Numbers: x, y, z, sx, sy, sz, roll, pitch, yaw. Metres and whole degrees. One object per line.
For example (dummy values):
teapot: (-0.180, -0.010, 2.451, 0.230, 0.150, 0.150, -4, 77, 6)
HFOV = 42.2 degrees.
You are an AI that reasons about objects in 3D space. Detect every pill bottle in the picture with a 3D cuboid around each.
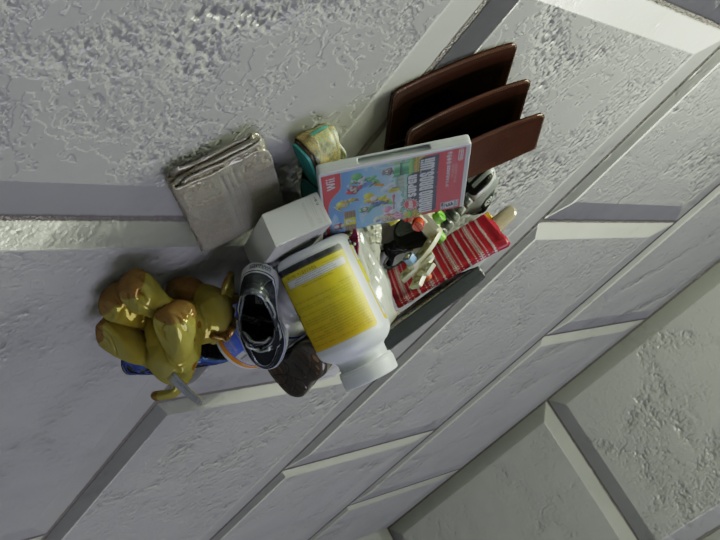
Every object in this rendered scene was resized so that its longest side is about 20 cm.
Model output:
pill bottle: (-0.131, 0.063, 1.420, 0.112, 0.113, 0.200, -8, 157, -43)
pill bottle: (-0.027, 0.058, 1.289, 0.112, 0.201, 0.112, -25, 180, 0)

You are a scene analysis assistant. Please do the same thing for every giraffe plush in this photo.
giraffe plush: (-0.243, 0.067, 1.295, 0.172, 0.200, 0.162, -32, -170, 42)

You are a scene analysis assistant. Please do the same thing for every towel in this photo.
towel: (-0.168, -0.098, 1.192, 0.132, 0.035, 0.200, -27, 158, -9)
towel: (0.135, -0.016, 1.469, 0.199, 0.023, 0.145, -31, -161, 5)

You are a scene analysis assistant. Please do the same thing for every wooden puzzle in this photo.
wooden puzzle: (0.166, -0.038, 1.606, 0.185, 0.037, 0.200, -41, -176, -14)

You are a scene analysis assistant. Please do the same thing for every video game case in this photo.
video game case: (0.043, -0.110, 1.227, 0.199, 0.018, 0.143, -12, 150, -6)
video game case: (0.090, 0.066, 1.449, 0.200, 0.026, 0.181, -36, 180, -8)

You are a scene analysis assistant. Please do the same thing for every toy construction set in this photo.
toy construction set: (0.069, -0.075, 1.374, 0.092, 0.131, 0.200, -17, 124, 22)

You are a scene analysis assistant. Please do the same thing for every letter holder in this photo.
letter holder: (0.145, -0.208, 1.275, 0.199, 0.101, 0.142, -24, 154, -16)

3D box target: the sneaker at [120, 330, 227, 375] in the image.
sneaker: (-0.288, 0.125, 1.461, 0.199, 0.076, 0.078, 3, 149, -40)

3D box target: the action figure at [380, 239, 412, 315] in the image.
action figure: (0.034, 0.050, 1.630, 0.102, 0.119, 0.200, 12, 128, -30)

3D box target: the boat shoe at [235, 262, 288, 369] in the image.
boat shoe: (-0.140, 0.082, 1.308, 0.071, 0.068, 0.201, 6, 135, 1)

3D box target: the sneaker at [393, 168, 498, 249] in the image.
sneaker: (0.153, -0.095, 1.544, 0.200, 0.075, 0.115, -38, 158, 13)

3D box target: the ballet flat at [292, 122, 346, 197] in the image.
ballet flat: (-0.046, -0.129, 1.246, 0.070, 0.071, 0.200, -27, 156, -9)

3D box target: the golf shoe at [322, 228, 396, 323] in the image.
golf shoe: (0.000, 0.000, 1.401, 0.075, 0.201, 0.091, -17, 172, 38)

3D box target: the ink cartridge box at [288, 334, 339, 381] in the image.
ink cartridge box: (-0.066, 0.071, 1.510, 0.084, 0.145, 0.200, -14, 152, -36)

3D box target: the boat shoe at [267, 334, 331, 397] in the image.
boat shoe: (-0.078, 0.139, 1.423, 0.073, 0.075, 0.200, -39, -177, -30)

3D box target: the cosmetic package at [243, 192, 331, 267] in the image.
cosmetic package: (-0.104, -0.048, 1.272, 0.082, 0.051, 0.200, -26, 177, -18)

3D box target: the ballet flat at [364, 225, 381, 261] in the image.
ballet flat: (0.001, -0.013, 1.531, 0.071, 0.072, 0.200, -18, 153, -28)
